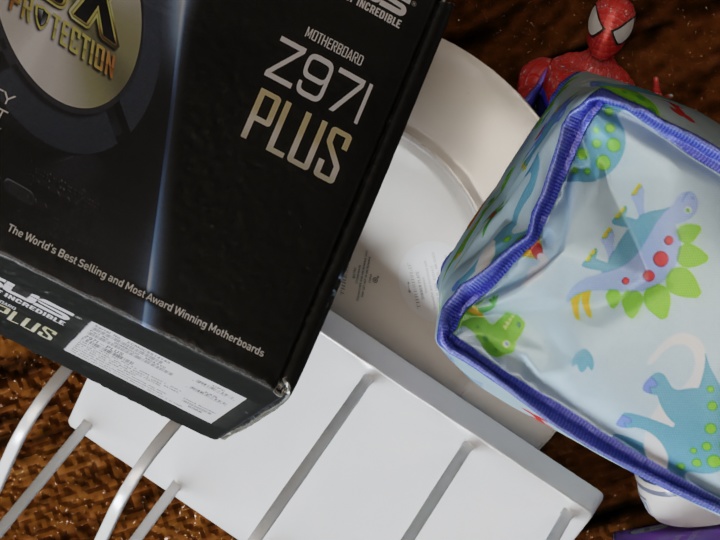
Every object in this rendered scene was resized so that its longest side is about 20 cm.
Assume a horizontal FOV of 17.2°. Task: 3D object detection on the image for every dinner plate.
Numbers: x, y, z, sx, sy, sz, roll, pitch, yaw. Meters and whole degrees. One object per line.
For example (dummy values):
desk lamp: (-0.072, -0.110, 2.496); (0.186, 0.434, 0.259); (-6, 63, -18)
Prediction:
dinner plate: (0.000, 0.000, 0.948); (0.200, 0.024, 0.200); (9, 109, 26)

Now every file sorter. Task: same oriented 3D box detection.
file sorter: (-0.039, 0.105, 0.922); (0.200, 0.125, 0.139); (34, 136, 4)

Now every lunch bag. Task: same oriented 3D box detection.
lunch bag: (0.134, 0.022, 0.820); (0.200, 0.170, 0.128); (34, 98, -1)

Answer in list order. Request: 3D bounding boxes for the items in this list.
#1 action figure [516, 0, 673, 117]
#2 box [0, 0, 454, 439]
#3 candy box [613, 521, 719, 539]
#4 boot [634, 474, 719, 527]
action figure: (0.072, -0.017, 0.951); (0.065, 0.099, 0.200); (19, 92, 5)
box: (-0.093, -0.060, 0.831); (0.200, 0.086, 0.164); (27, 68, -11)
candy box: (0.200, 0.127, 0.904); (0.200, 0.168, 0.072); (-12, 92, 6)
boot: (0.196, 0.036, 0.934); (0.200, 0.073, 0.090); (-15, 109, 13)
